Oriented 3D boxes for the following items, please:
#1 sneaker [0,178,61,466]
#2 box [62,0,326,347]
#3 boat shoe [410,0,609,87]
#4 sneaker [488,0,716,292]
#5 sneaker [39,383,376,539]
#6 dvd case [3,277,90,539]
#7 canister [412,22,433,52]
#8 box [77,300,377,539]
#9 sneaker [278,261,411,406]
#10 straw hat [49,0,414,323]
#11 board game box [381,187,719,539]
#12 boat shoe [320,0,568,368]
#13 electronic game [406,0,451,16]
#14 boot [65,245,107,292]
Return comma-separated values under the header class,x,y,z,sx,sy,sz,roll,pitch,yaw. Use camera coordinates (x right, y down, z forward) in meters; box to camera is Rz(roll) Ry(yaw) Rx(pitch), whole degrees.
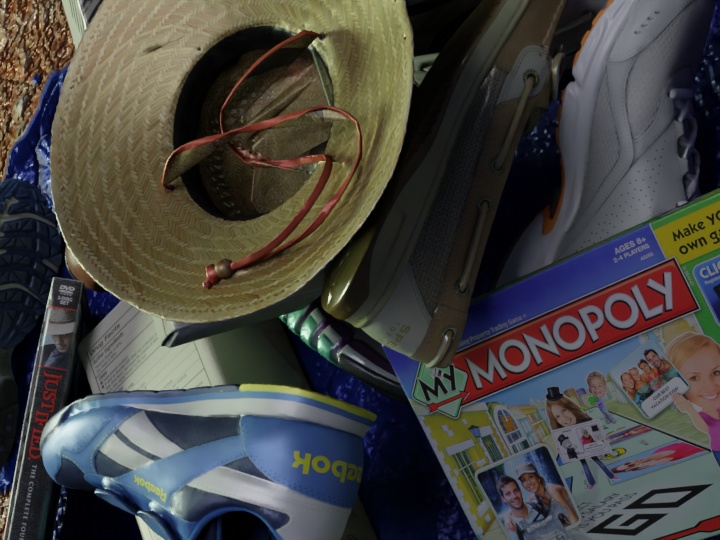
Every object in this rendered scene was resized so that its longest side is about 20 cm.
class,x,y,z,sx,sy,sz,roll,pitch,yaw
sneaker,-0.264,0.033,1.060,0.085,0.077,0.200,11,84,48
box,-0.084,-0.071,0.770,0.068,0.082,0.200,140,113,-74
boat shoe,0.098,-0.145,0.791,0.200,0.066,0.072,-22,62,36
sneaker,0.134,-0.037,0.726,0.092,0.076,0.200,28,109,32
sneaker,-0.084,0.101,0.769,0.200,0.074,0.082,-7,73,39
dvd case,-0.187,0.112,0.941,0.146,0.022,0.200,131,147,-78
canister,-0.044,-0.187,0.920,0.148,0.086,0.200,-29,61,30
box,-0.074,0.098,0.863,0.095,0.078,0.200,-42,53,24
sneaker,0.000,0.000,0.833,0.200,0.074,0.088,36,97,43
straw hat,-0.036,-0.057,0.694,0.201,0.085,0.201,-14,65,32
board game box,0.119,0.054,0.695,0.200,0.029,0.135,-26,91,34
boat shoe,0.052,-0.054,0.720,0.201,0.063,0.073,-63,11,-23
electronic game,0.024,-0.218,0.818,0.200,0.042,0.200,-12,65,26
boot,-0.128,-0.080,0.901,0.200,0.068,0.189,165,124,-77
